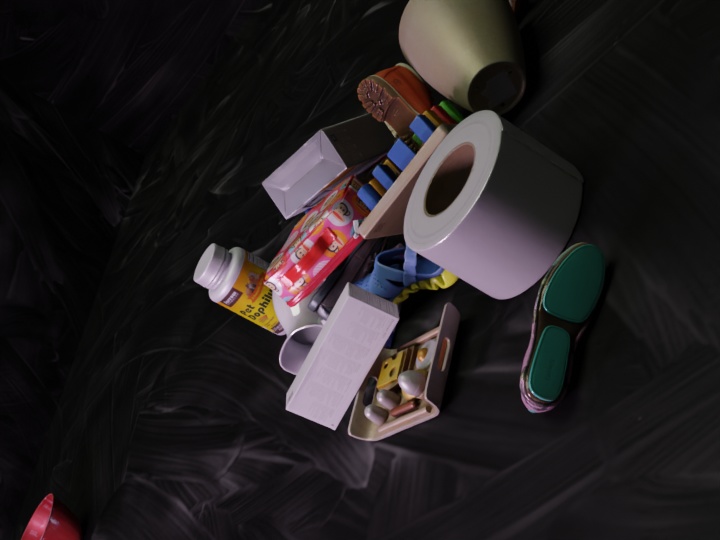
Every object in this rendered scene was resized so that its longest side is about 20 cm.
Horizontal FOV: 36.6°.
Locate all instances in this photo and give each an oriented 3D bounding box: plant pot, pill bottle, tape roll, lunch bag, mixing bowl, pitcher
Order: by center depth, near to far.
[{"bbox_3d":[0.166,-0.083,1.389,0.203,0.138,0.204,-49,24,31],"label":"tape roll"},{"bbox_3d":[0.175,-0.325,1.648,0.188,0.186,0.201,-51,36,23],"label":"plant pot"},{"bbox_3d":[-0.061,-0.042,1.656,0.200,0.082,0.176,-44,9,25],"label":"lunch bag"},{"bbox_3d":[-0.073,0.048,1.792,0.172,0.120,0.201,-50,27,31],"label":"pitcher"},{"bbox_3d":[-0.202,0.030,1.996,0.109,0.199,0.110,-48,25,31],"label":"pill bottle"},{"bbox_3d":[-0.722,0.640,2.552,0.200,0.108,0.201,-47,25,30],"label":"mixing bowl"}]

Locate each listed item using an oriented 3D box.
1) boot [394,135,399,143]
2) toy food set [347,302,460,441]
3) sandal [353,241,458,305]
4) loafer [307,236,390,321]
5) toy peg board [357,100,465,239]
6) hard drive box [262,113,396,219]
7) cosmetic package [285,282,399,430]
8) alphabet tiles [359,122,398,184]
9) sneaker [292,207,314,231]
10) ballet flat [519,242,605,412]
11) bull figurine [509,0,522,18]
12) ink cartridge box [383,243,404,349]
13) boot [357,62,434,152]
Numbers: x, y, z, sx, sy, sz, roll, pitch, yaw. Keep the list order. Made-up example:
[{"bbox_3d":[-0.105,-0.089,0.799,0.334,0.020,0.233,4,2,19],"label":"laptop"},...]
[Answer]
[{"bbox_3d":[0.054,-0.145,1.810,0.152,0.073,0.200,-64,11,-23],"label":"boot"},{"bbox_3d":[0.055,0.138,1.474,0.200,0.060,0.145,-32,36,52],"label":"toy food set"},{"bbox_3d":[0.049,0.001,1.570,0.199,0.087,0.080,-29,41,34],"label":"sandal"},{"bbox_3d":[0.000,0.000,1.680,0.200,0.063,0.072,-50,-3,-17],"label":"loafer"},{"bbox_3d":[0.079,-0.157,1.582,0.200,0.098,0.198,-51,-19,25],"label":"toy peg board"},{"bbox_3d":[-0.047,-0.180,1.827,0.155,0.077,0.200,-37,-2,33],"label":"hard drive box"},{"bbox_3d":[-0.027,0.123,1.543,0.201,0.082,0.051,-60,12,20],"label":"cosmetic package"},{"bbox_3d":[0.032,-0.211,1.964,0.195,0.015,0.201,-28,30,44],"label":"alphabet tiles"},{"bbox_3d":[-0.083,-0.052,1.888,0.201,0.084,0.078,112,153,-52],"label":"sneaker"},{"bbox_3d":[0.216,0.064,1.209,0.071,0.068,0.202,121,170,-71],"label":"ballet flat"},{"bbox_3d":[0.241,-0.492,1.797,0.122,0.064,0.202,93,179,-54],"label":"bull figurine"},{"bbox_3d":[0.017,0.067,1.676,0.119,0.042,0.202,-30,35,52],"label":"ink cartridge box"},{"bbox_3d":[0.098,-0.247,1.729,0.107,0.200,0.075,-38,-6,-41],"label":"boot"}]
